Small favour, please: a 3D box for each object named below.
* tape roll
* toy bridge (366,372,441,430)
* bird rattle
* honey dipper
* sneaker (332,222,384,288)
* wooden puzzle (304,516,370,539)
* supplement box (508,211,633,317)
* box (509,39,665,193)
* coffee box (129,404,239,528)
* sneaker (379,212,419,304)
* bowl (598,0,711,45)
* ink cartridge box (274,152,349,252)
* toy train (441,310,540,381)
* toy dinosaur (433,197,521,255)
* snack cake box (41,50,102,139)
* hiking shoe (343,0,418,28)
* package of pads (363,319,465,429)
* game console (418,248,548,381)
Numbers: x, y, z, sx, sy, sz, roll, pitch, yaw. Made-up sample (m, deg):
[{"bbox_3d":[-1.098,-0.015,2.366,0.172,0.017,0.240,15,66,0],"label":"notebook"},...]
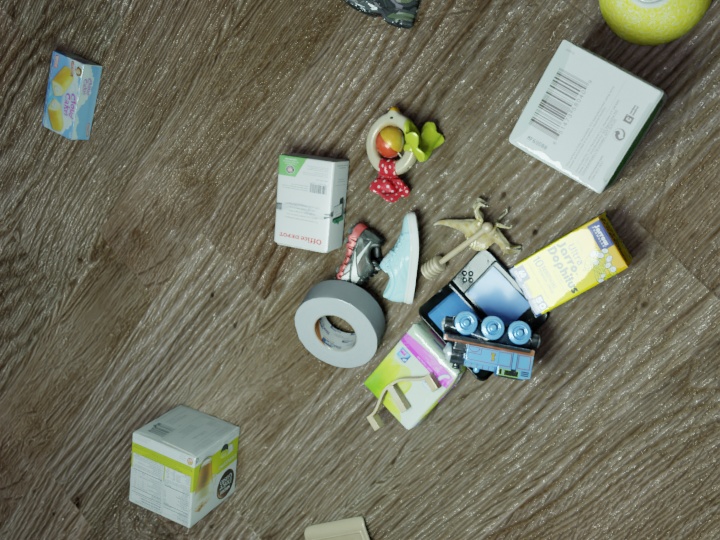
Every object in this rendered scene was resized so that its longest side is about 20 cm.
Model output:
[{"bbox_3d":[-0.046,0.122,1.632,0.197,0.066,0.203,11,128,14],"label":"tape roll"},{"bbox_3d":[0.083,0.276,1.586,0.199,0.027,0.068,-39,78,28],"label":"toy bridge"},{"bbox_3d":[0.078,-0.251,1.550,0.164,0.112,0.200,56,130,19],"label":"bird rattle"},{"bbox_3d":[0.202,-0.042,1.510,0.199,0.038,0.038,-39,82,42],"label":"honey dipper"},{"bbox_3d":[0.000,0.000,1.626,0.097,0.071,0.204,24,108,22],"label":"sneaker"},{"bbox_3d":[-0.035,0.719,1.801,0.183,0.037,0.203,-20,86,28],"label":"wooden puzzle"},{"bbox_3d":[0.406,-0.012,1.404,0.199,0.109,0.110,-33,85,26],"label":"supplement box"},{"bbox_3d":[0.414,-0.276,1.316,0.199,0.171,0.201,34,112,16],"label":"box"},{"bbox_3d":[-0.450,0.497,1.867,0.197,0.199,0.201,14,106,22],"label":"coffee box"},{"bbox_3d":[0.083,-0.026,1.568,0.080,0.074,0.204,4,102,-2],"label":"sneaker"},{"bbox_3d":[0.511,-0.501,1.264,0.197,0.107,0.204,5,101,25],"label":"bowl"},{"bbox_3d":[-0.111,-0.155,1.644,0.144,0.084,0.204,12,105,24],"label":"ink cartridge box"},{"bbox_3d":[0.253,0.147,1.432,0.196,0.087,0.116,10,86,6],"label":"toy train"},{"bbox_3d":[0.241,-0.094,1.499,0.198,0.058,0.103,23,110,21],"label":"toy dinosaur"},{"bbox_3d":[-0.762,-0.460,1.917,0.114,0.067,0.203,25,110,21],"label":"snack cake box"},{"bbox_3d":[0.037,-0.580,1.509,0.198,0.076,0.102,27,102,10],"label":"hiking shoe"},{"bbox_3d":[0.123,0.235,1.612,0.155,0.068,0.201,45,116,13],"label":"package of pads"},{"bbox_3d":[0.254,0.088,1.494,0.200,0.116,0.176,47,116,10],"label":"game console"}]
